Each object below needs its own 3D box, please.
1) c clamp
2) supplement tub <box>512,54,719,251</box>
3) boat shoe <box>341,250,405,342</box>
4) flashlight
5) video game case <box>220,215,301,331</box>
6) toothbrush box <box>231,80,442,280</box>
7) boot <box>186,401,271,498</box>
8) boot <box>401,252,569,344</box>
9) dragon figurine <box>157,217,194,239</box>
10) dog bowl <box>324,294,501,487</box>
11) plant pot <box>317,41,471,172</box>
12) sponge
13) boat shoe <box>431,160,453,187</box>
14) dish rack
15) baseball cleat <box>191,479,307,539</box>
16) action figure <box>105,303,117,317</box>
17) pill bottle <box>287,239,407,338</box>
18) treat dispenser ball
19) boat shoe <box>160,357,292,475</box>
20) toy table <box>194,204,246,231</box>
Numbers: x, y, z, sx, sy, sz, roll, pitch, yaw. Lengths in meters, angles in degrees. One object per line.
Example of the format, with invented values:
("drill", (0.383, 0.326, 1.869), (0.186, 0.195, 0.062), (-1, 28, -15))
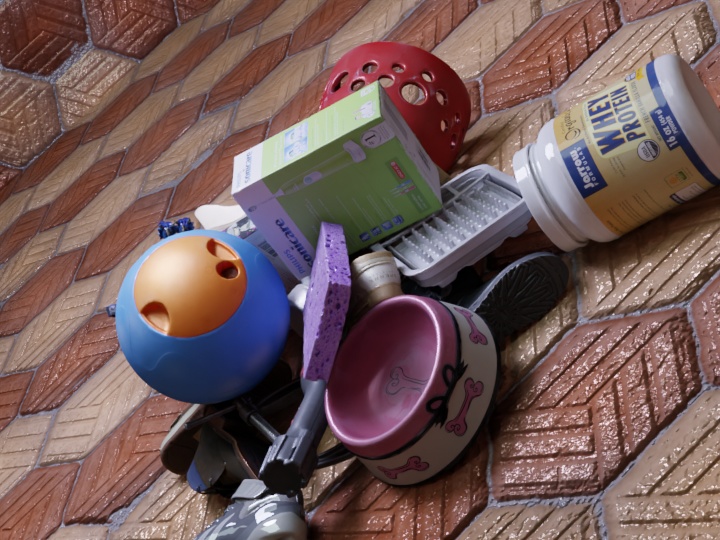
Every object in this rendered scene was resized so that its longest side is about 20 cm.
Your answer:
("c clamp", (-0.075, 0.176, 1.555), (0.171, 0.027, 0.200), (-28, 32, -26))
("supplement tub", (0.274, -0.118, 1.458), (0.200, 0.144, 0.145), (-30, 27, 24))
("boat shoe", (0.010, 0.062, 1.554), (0.074, 0.200, 0.069), (-14, 57, -13))
("flashlight", (-0.055, 0.158, 1.489), (0.068, 0.068, 0.200), (-4, 35, 23))
("video game case", (-0.134, 0.018, 1.773), (0.181, 0.200, 0.036), (-30, 50, 25))
("toothbrush box", (-0.027, -0.102, 1.614), (0.200, 0.146, 0.086), (-28, 33, 16))
("boot", (-0.140, 0.236, 1.603), (0.097, 0.075, 0.200), (-63, 32, 12))
("boot", (0.132, 0.014, 1.558), (0.165, 0.066, 0.200), (-39, 20, 2))
("dragon figurine", (-0.240, 0.002, 1.896), (0.059, 0.100, 0.200), (-15, 32, -3))
("dog bowl", (0.045, 0.114, 1.426), (0.200, 0.074, 0.200), (-31, 43, 34))
("plant pot", (0.031, -0.173, 1.844), (0.200, 0.200, 0.183), (-20, 36, 39))
("sponge", (-0.038, 0.031, 1.514), (0.200, 0.030, 0.112), (-97, 20, -70))
("boat shoe", (0.071, -0.127, 1.708), (0.063, 0.201, 0.073), (-44, 7, -10))
("dish rack", (0.107, -0.045, 1.575), (0.172, 0.044, 0.200), (-34, 18, -5))
("baseball cleat", (-0.142, 0.286, 1.484), (0.200, 0.070, 0.107), (-22, 43, 16))
("action figure", (-0.254, 0.078, 1.967), (0.200, 0.105, 0.194), (-13, 23, 3))
("pill bottle", (0.000, 0.000, 1.702), (0.200, 0.114, 0.114), (-50, 26, -19))
("treat dispenser ball", (-0.181, 0.053, 1.614), (0.201, 0.201, 0.201), (-33, 26, 18))
("boat shoe", (-0.169, 0.165, 1.730), (0.202, 0.075, 0.075), (-37, 19, 10))
("toy table", (-0.139, -0.050, 1.937), (0.117, 0.184, 0.200), (-43, 52, 9))
